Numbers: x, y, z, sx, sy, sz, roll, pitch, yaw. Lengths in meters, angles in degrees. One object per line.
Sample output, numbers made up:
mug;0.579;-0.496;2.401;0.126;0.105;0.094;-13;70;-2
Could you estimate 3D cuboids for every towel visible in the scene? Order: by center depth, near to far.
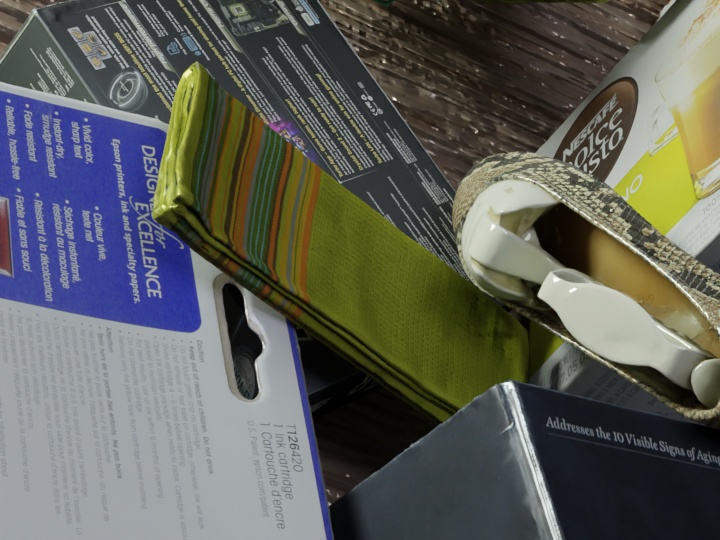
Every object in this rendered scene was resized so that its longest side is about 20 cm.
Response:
towel;0.000;0.000;0.868;0.200;0.018;0.086;37;38;-28

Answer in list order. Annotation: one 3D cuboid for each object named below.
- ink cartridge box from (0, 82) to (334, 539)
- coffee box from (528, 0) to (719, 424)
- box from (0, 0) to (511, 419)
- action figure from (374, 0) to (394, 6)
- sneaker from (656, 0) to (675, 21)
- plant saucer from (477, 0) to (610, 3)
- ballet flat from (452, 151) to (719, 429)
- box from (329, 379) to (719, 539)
ink cartridge box;-0.115;0.023;0.786;0.200;0.047;0.198;13;52;-35
coffee box;0.212;-0.013;0.998;0.200;0.200;0.198;28;38;-18
box;-0.040;-0.038;0.939;0.160;0.044;0.200;-23;73;-48
action figure;-0.009;-0.163;1.005;0.118;0.055;0.200;25;-2;19
sneaker;0.215;-0.184;1.237;0.076;0.092;0.200;23;45;-24
plant saucer;0.044;-0.185;1.045;0.200;0.200;0.048;31;84;-22
ballet flat;0.091;0.003;0.873;0.075;0.068;0.200;0;27;-46
box;0.108;0.166;0.813;0.200;0.124;0.197;15;49;-41
